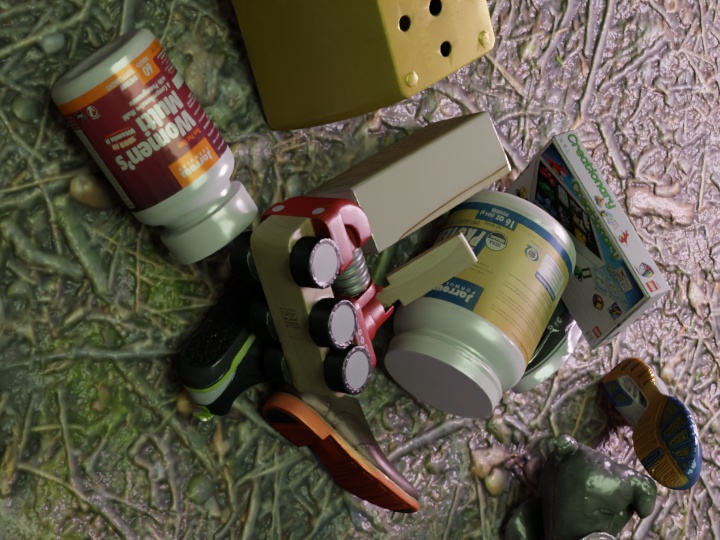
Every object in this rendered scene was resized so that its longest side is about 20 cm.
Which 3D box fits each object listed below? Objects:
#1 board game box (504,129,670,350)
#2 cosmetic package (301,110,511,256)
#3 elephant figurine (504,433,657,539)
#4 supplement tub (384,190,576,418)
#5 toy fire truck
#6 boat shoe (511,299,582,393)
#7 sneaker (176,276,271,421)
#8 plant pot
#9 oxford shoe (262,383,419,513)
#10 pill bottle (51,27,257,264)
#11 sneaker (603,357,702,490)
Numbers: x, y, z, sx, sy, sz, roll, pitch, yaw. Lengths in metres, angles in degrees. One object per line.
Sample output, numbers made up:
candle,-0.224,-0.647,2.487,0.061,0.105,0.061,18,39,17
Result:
board game box,0.235,-0.031,1.798,0.035,0.126,0.201,-19,72,-32
cosmetic package,0.045,-0.087,1.726,0.200,0.103,0.073,-32,105,-33
elephant figurine,0.228,0.293,1.812,0.155,0.142,0.201,26,85,-1
supplement tub,0.121,0.035,1.742,0.145,0.144,0.200,41,63,-25
toy fire truck,0.000,0.000,1.595,0.200,0.128,0.177,-44,127,-42
boat shoe,0.209,0.050,1.854,0.066,0.070,0.200,50,59,-12
sneaker,-0.104,0.063,1.637,0.200,0.072,0.083,-46,135,-29
plant pot,0.014,-0.257,1.649,0.200,0.176,0.201,-33,118,-34
oxford shoe,-0.005,0.167,1.683,0.200,0.071,0.073,44,57,-24
pill bottle,-0.184,-0.112,1.556,0.110,0.109,0.200,-45,110,-31
sneaker,0.339,0.178,1.872,0.075,0.200,0.088,-36,124,13
